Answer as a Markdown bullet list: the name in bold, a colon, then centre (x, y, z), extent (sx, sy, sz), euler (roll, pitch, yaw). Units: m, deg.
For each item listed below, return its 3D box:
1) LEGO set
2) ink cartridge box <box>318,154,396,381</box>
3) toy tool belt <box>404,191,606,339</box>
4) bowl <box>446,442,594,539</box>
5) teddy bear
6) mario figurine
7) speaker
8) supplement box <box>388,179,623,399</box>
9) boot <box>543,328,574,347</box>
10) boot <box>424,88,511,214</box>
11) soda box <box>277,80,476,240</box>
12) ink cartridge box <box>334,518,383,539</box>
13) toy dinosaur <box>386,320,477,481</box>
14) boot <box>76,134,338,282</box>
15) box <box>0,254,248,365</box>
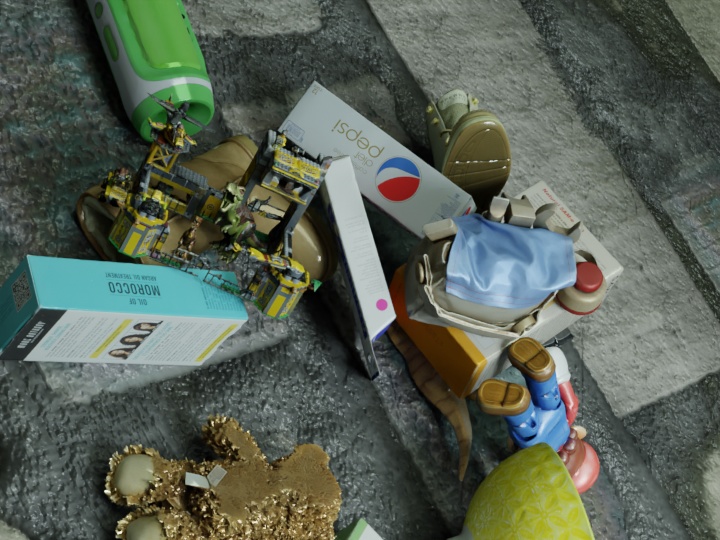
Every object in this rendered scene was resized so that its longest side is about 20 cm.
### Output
- **LEGO set**: centre (-0.107, -0.064, 1.258), extent (0.199, 0.116, 0.154), euler (28, 29, -9)
- **ink cartridge box**: centre (0.000, 0.000, 1.405), extent (0.037, 0.095, 0.202), euler (-13, 83, -5)
- **toy tool belt**: centre (0.141, -0.007, 1.360), extent (0.198, 0.123, 0.126), euler (1, 58, -12)
- **bowl**: centre (0.135, 0.260, 1.323), extent (0.107, 0.201, 0.202), euler (-13, 63, -7)
- **teddy bear**: centre (-0.113, 0.190, 1.217), extent (0.199, 0.067, 0.145), euler (-16, 62, -41)
- **mario figurine**: centre (0.155, 0.149, 1.438), extent (0.201, 0.123, 0.106), euler (65, 5, -45)
- **speaker**: centre (-0.204, -0.224, 1.428), extent (0.088, 0.088, 0.201), euler (-2, 61, -43)
- **supplement box**: centre (0.138, 0.016, 1.464), extent (0.199, 0.074, 0.126), euler (-30, 69, -27)
- **boot**: centre (0.142, 0.037, 1.565), extent (0.199, 0.070, 0.133), euler (-9, 73, -41)
- **boot**: centre (0.108, -0.135, 1.586), extent (0.071, 0.201, 0.156), euler (-6, 55, -3)
- **soda box**: centre (0.017, -0.100, 1.494), extent (0.200, 0.064, 0.068), euler (38, 0, 12)
- **ink cartridge box**: centre (0.030, 0.324, 1.248), extent (0.200, 0.048, 0.146), euler (46, 40, -7)
- **toy dinosaur**: centre (0.084, 0.114, 1.468), extent (0.106, 0.061, 0.201), euler (-18, 63, -27)
- **boot**: centre (-0.135, -0.028, 1.361), extent (0.175, 0.066, 0.200), euler (48, 40, 9)
- **box**: centre (-0.197, 0.035, 1.234), extent (0.199, 0.082, 0.049), euler (5, 54, -41)
